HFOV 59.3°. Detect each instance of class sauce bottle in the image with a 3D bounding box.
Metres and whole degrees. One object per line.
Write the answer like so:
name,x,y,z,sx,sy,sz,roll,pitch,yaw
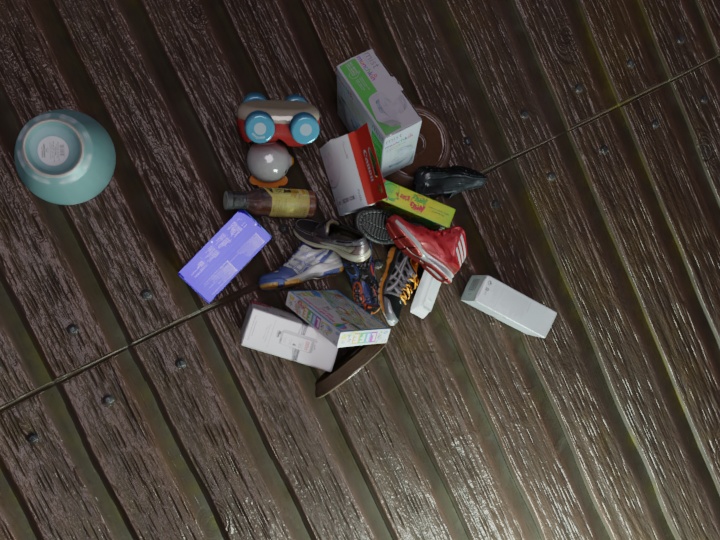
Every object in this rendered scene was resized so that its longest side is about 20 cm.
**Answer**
sauce bottle,-0.196,-0.149,1.374,0.198,0.066,0.067,0,90,-29

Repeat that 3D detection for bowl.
bowl,-0.610,-0.240,1.285,0.199,0.105,0.203,0,89,-13

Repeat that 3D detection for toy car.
toy car,-0.180,-0.263,1.372,0.175,0.185,0.202,-1,119,-13

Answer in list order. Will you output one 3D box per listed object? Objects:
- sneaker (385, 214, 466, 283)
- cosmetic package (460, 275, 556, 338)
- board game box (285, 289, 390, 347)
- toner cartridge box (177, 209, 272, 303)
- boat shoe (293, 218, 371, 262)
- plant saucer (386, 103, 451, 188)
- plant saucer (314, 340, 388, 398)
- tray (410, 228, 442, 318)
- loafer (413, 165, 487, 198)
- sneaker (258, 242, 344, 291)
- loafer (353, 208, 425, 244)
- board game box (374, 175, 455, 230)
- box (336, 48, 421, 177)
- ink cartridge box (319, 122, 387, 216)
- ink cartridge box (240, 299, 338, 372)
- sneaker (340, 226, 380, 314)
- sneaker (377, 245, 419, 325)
sneaker,0.152,-0.075,1.389,0.200,0.078,0.116,44,73,-18
cosmetic package,0.349,0.084,1.497,0.199,0.102,0.075,29,85,-9
board game box,-0.050,0.097,1.339,0.134,0.200,0.035,1,112,-40
toner cartridge box,-0.295,-0.033,1.384,0.095,0.043,0.200,45,81,-9
boat shoe,-0.063,-0.082,1.376,0.072,0.199,0.065,-40,142,-38
plant saucer,0.125,-0.296,1.484,0.198,0.034,0.202,0,89,-13
plant saucer,-0.024,0.201,1.364,0.200,0.200,0.030,-38,89,-10
tray,0.171,0.012,1.459,0.022,0.107,0.202,18,85,24
loafer,0.208,-0.204,1.478,0.199,0.068,0.071,-5,122,-30
sneaker,-0.138,-0.012,1.411,0.198,0.075,0.089,-16,85,-21
loafer,0.057,-0.093,1.423,0.199,0.071,0.074,14,92,-37
board game box,0.105,-0.151,1.443,0.198,0.102,0.048,21,86,-12
box,0.037,-0.333,1.361,0.096,0.177,0.201,-28,75,-10
ink cartridge box,-0.019,-0.213,1.365,0.057,0.200,0.164,-17,93,-17
ink cartridge box,-0.152,0.139,1.361,0.198,0.146,0.083,19,90,-12
sneaker,0.000,0.000,1.433,0.075,0.078,0.202,-9,88,3
sneaker,0.091,0.029,1.410,0.077,0.078,0.202,0,59,22
